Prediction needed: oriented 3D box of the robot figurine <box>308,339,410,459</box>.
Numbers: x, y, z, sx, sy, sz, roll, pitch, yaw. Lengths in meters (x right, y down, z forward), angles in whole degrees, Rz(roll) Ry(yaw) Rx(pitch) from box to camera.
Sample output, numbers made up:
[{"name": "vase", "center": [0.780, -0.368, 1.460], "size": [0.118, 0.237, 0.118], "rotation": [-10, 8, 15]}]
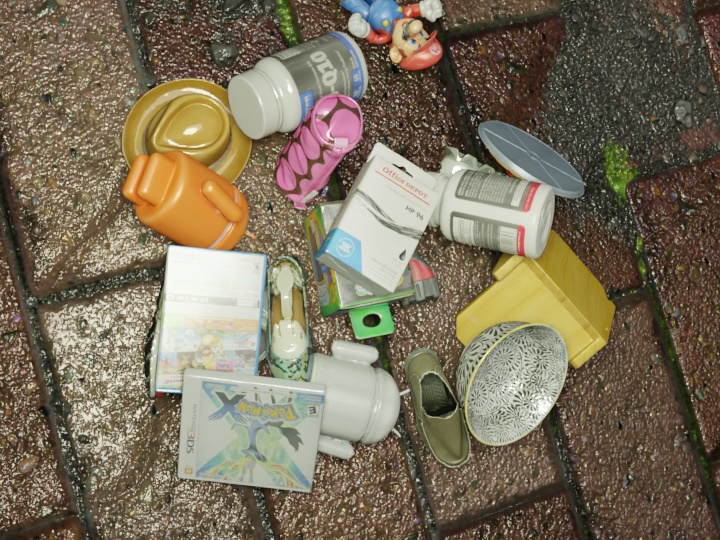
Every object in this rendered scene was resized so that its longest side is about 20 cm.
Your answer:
[{"name": "robot figurine", "center": [-0.025, 0.190, 1.357], "size": [0.196, 0.113, 0.173], "rotation": [14, 95, -12]}]

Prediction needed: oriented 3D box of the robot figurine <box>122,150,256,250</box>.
[{"name": "robot figurine", "center": [-0.239, -0.092, 1.309], "size": [0.199, 0.143, 0.118], "rotation": [32, 32, -42]}]

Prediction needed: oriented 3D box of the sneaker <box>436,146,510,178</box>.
[{"name": "sneaker", "center": [0.210, -0.118, 1.491], "size": [0.197, 0.074, 0.090], "rotation": [24, 86, -4]}]

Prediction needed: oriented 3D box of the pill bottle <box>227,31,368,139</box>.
[{"name": "pill bottle", "center": [-0.094, -0.277, 1.384], "size": [0.198, 0.113, 0.115], "rotation": [-30, 90, -31]}]

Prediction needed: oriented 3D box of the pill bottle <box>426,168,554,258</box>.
[{"name": "pill bottle", "center": [0.185, -0.092, 1.391], "size": [0.197, 0.111, 0.112], "rotation": [14, 77, 22]}]

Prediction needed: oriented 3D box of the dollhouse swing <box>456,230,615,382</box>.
[{"name": "dollhouse swing", "center": [0.277, 0.066, 1.496], "size": [0.200, 0.176, 0.182], "rotation": [46, 33, -4]}]

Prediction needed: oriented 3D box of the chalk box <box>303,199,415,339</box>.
[{"name": "chalk box", "center": [0.000, 0.000, 1.388], "size": [0.122, 0.124, 0.204], "rotation": [-10, 85, -17]}]

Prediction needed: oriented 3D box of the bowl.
[{"name": "bowl", "center": [0.211, 0.153, 1.392], "size": [0.198, 0.094, 0.204], "rotation": [-15, 120, -28]}]

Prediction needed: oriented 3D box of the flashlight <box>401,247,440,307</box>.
[{"name": "flashlight", "center": [0.073, -0.048, 1.446], "size": [0.067, 0.068, 0.204], "rotation": [-9, 79, -21]}]

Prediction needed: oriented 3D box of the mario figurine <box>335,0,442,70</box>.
[{"name": "mario figurine", "center": [0.054, -0.407, 1.465], "size": [0.200, 0.106, 0.124], "rotation": [42, 109, 2]}]

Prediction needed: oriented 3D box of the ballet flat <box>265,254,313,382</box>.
[{"name": "ballet flat", "center": [-0.106, 0.068, 1.310], "size": [0.073, 0.075, 0.203], "rotation": [-1, 60, -14]}]

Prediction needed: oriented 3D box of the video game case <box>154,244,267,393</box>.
[{"name": "video game case", "center": [-0.210, 0.072, 1.295], "size": [0.140, 0.018, 0.204], "rotation": [5, 88, -15]}]

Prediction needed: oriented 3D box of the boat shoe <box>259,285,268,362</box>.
[{"name": "boat shoe", "center": [-0.162, 0.103, 1.359], "size": [0.074, 0.065, 0.203], "rotation": [41, 74, -6]}]

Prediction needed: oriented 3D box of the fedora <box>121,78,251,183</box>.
[{"name": "fedora", "center": [-0.255, -0.203, 1.368], "size": [0.197, 0.082, 0.205], "rotation": [2, 81, -14]}]

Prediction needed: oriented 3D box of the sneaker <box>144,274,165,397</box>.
[{"name": "sneaker", "center": [-0.260, 0.088, 1.332], "size": [0.084, 0.077, 0.204], "rotation": [17, 79, -17]}]

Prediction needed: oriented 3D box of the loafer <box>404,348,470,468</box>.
[{"name": "loafer", "center": [0.117, 0.219, 1.389], "size": [0.074, 0.070, 0.203], "rotation": [-23, 107, 1]}]

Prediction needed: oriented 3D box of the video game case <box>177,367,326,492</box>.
[{"name": "video game case", "center": [-0.155, 0.228, 1.296], "size": [0.196, 0.022, 0.185], "rotation": [7, 119, -5]}]

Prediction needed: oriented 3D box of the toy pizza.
[{"name": "toy pizza", "center": [0.269, -0.172, 1.472], "size": [0.198, 0.201, 0.032], "rotation": [26, 118, -10]}]

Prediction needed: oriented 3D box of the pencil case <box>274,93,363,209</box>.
[{"name": "pencil case", "center": [-0.061, -0.172, 1.355], "size": [0.089, 0.200, 0.095], "rotation": [11, 64, -16]}]

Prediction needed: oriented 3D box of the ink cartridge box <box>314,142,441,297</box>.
[{"name": "ink cartridge box", "center": [0.034, -0.080, 1.307], "size": [0.115, 0.068, 0.202], "rotation": [30, 75, -11]}]
